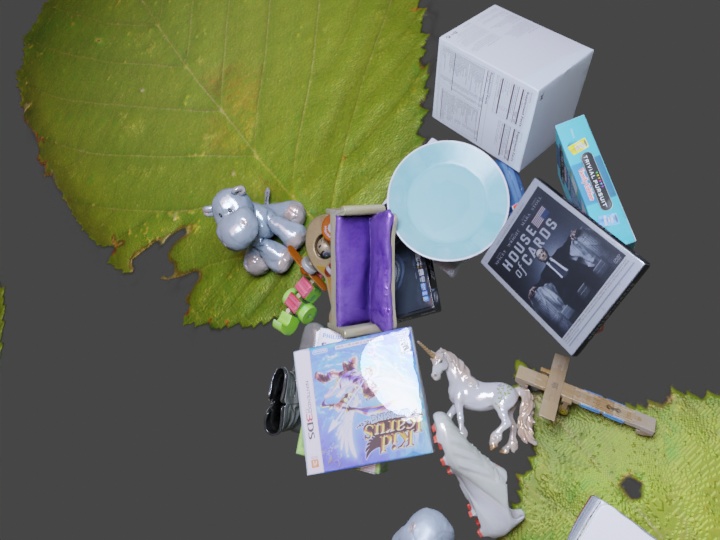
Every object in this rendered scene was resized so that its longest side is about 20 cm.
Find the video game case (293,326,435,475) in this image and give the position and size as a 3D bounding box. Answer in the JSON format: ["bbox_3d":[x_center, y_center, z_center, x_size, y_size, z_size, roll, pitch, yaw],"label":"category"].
[{"bbox_3d":[0.002,0.199,0.829,0.193,0.046,0.188,-13,73,8],"label":"video game case"}]

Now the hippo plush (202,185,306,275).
[{"bbox_3d":[-0.200,-0.104,1.043,0.155,0.160,0.206,-24,65,15],"label":"hippo plush"}]

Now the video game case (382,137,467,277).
[{"bbox_3d":[0.147,-0.118,0.978,0.199,0.024,0.184,39,92,29],"label":"video game case"}]

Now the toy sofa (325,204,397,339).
[{"bbox_3d":[0.000,0.000,0.862,0.097,0.080,0.208,14,106,58],"label":"toy sofa"}]

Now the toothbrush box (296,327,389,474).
[{"bbox_3d":[-0.011,0.213,0.897,0.140,0.086,0.208,7,77,15],"label":"toothbrush box"}]

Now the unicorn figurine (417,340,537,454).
[{"bbox_3d":[0.175,0.201,0.844,0.192,0.074,0.143,8,75,9],"label":"unicorn figurine"}]

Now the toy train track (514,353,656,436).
[{"bbox_3d":[0.322,0.193,0.792,0.194,0.033,0.116,19,50,21],"label":"toy train track"}]

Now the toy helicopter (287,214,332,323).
[{"bbox_3d":[-0.055,0.006,0.948,0.128,0.078,0.208,-13,84,25],"label":"toy helicopter"}]

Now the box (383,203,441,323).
[{"bbox_3d":[0.048,-0.011,0.959,0.156,0.043,0.208,-16,73,24],"label":"box"}]

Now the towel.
[{"bbox_3d":[0.173,-0.118,0.901,0.193,0.049,0.116,-14,73,1],"label":"towel"}]

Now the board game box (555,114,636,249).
[{"bbox_3d":[0.347,-0.101,0.811,0.045,0.151,0.207,-17,67,15],"label":"board game box"}]

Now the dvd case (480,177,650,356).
[{"bbox_3d":[0.270,-0.010,0.750,0.201,0.024,0.153,51,122,38],"label":"dvd case"}]

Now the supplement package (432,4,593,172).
[{"bbox_3d":[0.242,-0.304,0.898,0.150,0.153,0.199,-35,58,-24],"label":"supplement package"}]

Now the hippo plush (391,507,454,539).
[{"bbox_3d":[0.118,0.433,0.771,0.163,0.154,0.204,-116,34,-44],"label":"hippo plush"}]

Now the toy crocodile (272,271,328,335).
[{"bbox_3d":[-0.094,0.031,1.016,0.067,0.062,0.202,38,90,29],"label":"toy crocodile"}]

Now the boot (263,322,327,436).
[{"bbox_3d":[-0.105,0.180,0.933,0.065,0.130,0.208,1,73,22],"label":"boot"}]

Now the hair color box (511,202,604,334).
[{"bbox_3d":[0.299,-0.003,0.824,0.062,0.111,0.206,-22,65,14],"label":"hair color box"}]

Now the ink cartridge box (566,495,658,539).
[{"bbox_3d":[0.325,0.352,0.646,0.146,0.200,0.087,34,87,29],"label":"ink cartridge box"}]

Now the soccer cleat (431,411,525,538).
[{"bbox_3d":[0.167,0.287,0.786,0.076,0.069,0.205,-27,95,7],"label":"soccer cleat"}]

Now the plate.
[{"bbox_3d":[0.138,-0.109,0.863,0.192,0.026,0.208,-1,74,4],"label":"plate"}]
